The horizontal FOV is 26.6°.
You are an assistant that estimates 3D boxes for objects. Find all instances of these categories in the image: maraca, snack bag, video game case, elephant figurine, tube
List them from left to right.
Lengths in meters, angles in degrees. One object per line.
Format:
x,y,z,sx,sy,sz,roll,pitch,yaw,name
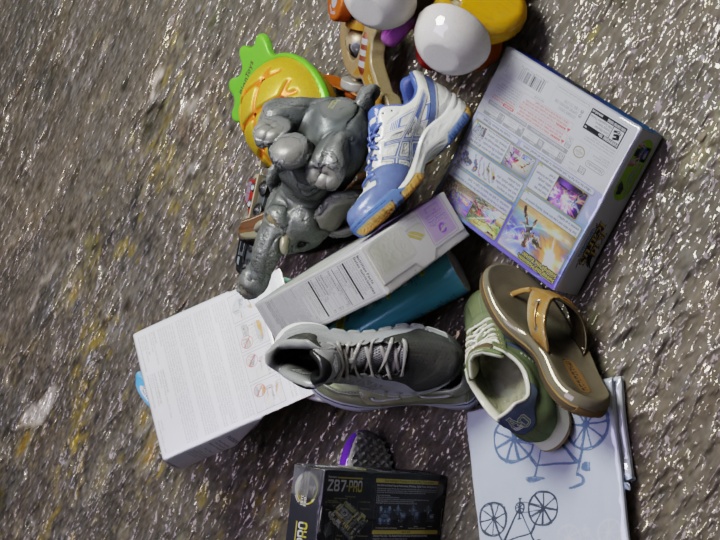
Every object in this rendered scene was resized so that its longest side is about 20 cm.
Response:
-0.093,-0.189,1.760,0.200,0.106,0.138,45,121,38,maraca
-0.057,-0.083,1.645,0.142,0.153,0.201,-91,2,-49,elephant figurine
0.022,0.048,1.628,0.199,0.077,0.051,-31,99,12,tube
0.185,-0.103,1.550,0.200,0.045,0.182,40,109,40,video game case
0.190,0.218,1.503,0.188,0.021,0.202,-19,67,38,snack bag

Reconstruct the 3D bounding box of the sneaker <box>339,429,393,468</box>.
-0.022,0.275,1.659,0.099,0.069,0.202,-5,79,44,sneaker

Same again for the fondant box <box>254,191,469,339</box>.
0.000,0.000,1.609,0.199,0.144,0.059,-26,97,49,fondant box

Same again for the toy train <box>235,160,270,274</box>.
-0.118,-0.089,1.840,0.046,0.034,0.202,15,93,54,toy train

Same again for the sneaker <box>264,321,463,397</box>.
-0.002,0.095,1.508,0.198,0.115,0.076,1,96,13,sneaker

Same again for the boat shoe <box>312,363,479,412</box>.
0.033,0.109,1.604,0.198,0.062,0.073,-1,69,23,boat shoe

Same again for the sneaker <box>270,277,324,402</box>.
-0.053,0.072,1.717,0.200,0.073,0.119,27,107,45,sneaker

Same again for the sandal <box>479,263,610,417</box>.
0.188,0.058,1.484,0.201,0.080,0.054,59,137,39,sandal

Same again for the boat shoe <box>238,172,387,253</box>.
-0.052,-0.068,1.752,0.199,0.075,0.075,-9,71,33,boat shoe

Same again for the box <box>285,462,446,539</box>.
0.004,0.282,1.545,0.049,0.199,0.163,6,87,41,box

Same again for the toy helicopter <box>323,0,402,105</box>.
0.008,-0.223,1.710,0.133,0.078,0.201,116,148,-44,toy helicopter

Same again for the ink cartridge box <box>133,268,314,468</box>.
-0.151,0.112,1.730,0.198,0.057,0.164,-22,65,10,ink cartridge box

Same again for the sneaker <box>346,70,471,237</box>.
0.030,-0.122,1.577,0.200,0.088,0.075,-54,7,-30,sneaker

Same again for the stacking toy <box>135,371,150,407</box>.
-0.168,0.093,1.820,0.201,0.109,0.116,-55,48,7,stacking toy

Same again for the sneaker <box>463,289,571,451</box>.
0.138,0.085,1.514,0.067,0.090,0.201,-43,47,22,sneaker

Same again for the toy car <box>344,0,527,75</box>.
0.073,-0.286,1.607,0.176,0.199,0.150,-58,-1,-31,toy car
